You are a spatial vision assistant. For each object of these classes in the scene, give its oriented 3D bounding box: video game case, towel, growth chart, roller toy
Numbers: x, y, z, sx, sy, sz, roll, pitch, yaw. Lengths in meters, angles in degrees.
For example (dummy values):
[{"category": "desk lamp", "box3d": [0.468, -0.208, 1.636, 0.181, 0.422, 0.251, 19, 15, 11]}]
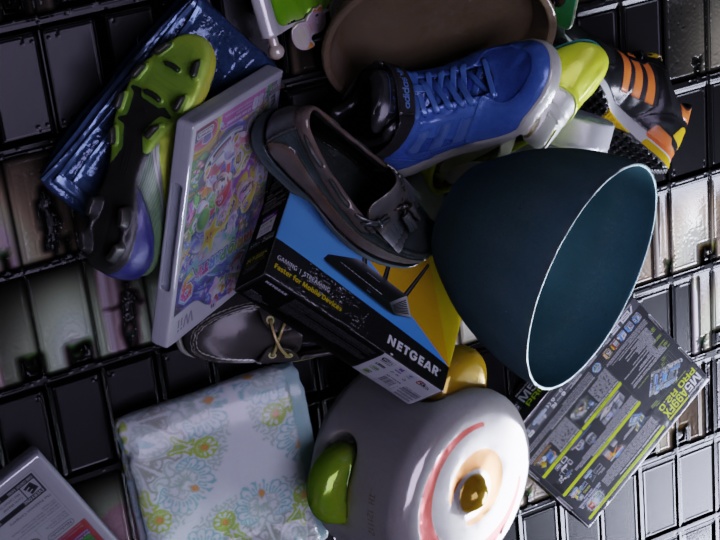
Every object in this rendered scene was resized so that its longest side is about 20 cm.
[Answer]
[{"category": "video game case", "box3d": [-0.115, -0.052, 1.348, 0.143, 0.018, 0.201, -42, 149, -54]}, {"category": "towel", "box3d": [-0.160, -0.121, 1.351, 0.112, 0.048, 0.200, 39, 87, -34]}, {"category": "growth chart", "box3d": [-0.021, -0.274, 1.374, 0.200, 0.018, 0.145, -38, 122, -23]}, {"category": "roller toy", "box3d": [0.061, 0.180, 1.509, 0.200, 0.139, 0.183, -53, 136, -18]}, {"category": "video game case", "box3d": [-0.304, 0.272, 1.427, 0.200, 0.023, 0.183, -38, 122, -6]}, {"category": "towel", "box3d": [-0.120, 0.194, 1.493, 0.170, 0.048, 0.201, -20, 116, -22]}]

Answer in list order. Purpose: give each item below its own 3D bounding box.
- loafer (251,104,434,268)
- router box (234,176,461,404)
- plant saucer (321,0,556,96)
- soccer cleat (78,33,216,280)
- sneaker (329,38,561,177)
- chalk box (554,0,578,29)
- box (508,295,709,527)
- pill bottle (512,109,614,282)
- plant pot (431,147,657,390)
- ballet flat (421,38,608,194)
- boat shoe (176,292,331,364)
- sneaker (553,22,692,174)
[{"category": "loafer", "box3d": [-0.001, -0.066, 1.360, 0.200, 0.063, 0.072, 36, 56, -31]}, {"category": "router box", "box3d": [0.000, 0.000, 1.423, 0.200, 0.051, 0.150, 34, 53, -26]}, {"category": "plant saucer", "box3d": [0.064, -0.198, 1.395, 0.199, 0.030, 0.200, -6, 150, -4]}, {"category": "soccer cleat", "box3d": [-0.159, -0.088, 1.311, 0.084, 0.064, 0.201, 13, 99, -62]}, {"category": "sneaker", "box3d": [0.062, -0.141, 1.384, 0.111, 0.199, 0.077, 14, 61, -50]}, {"category": "chalk box", "box3d": [0.173, -0.311, 1.418, 0.123, 0.124, 0.201, -15, 116, -23]}, {"category": "box", "box3d": [0.237, 0.135, 1.668, 0.200, 0.044, 0.160, -50, 124, -3]}, {"category": "pill bottle", "box3d": [0.166, -0.047, 1.520, 0.110, 0.111, 0.201, 6, 105, -30]}, {"category": "plant pot", "box3d": [0.139, -0.021, 1.389, 0.200, 0.134, 0.201, -40, 145, -36]}, {"category": "ballet flat", "box3d": [0.132, -0.123, 1.439, 0.199, 0.067, 0.067, -29, 130, 30]}, {"category": "boat shoe", "box3d": [-0.061, 0.045, 1.460, 0.200, 0.061, 0.072, -11, 114, -25]}, {"category": "sneaker", "box3d": [0.238, -0.179, 1.545, 0.200, 0.070, 0.090, 44, 70, -33]}]
